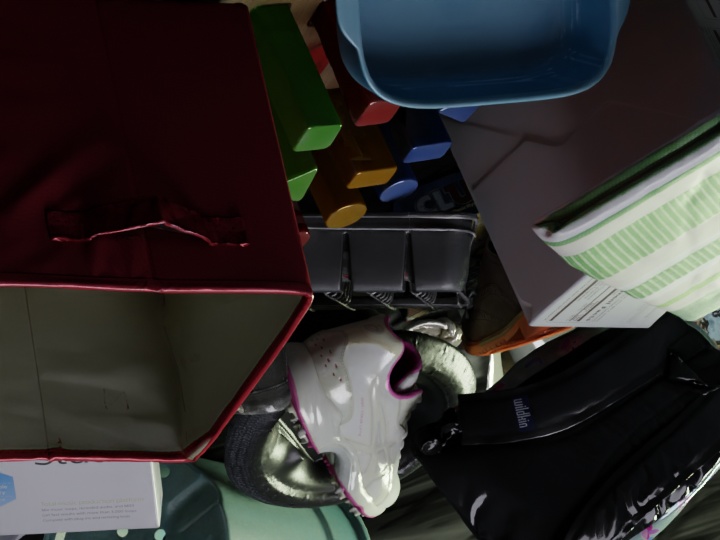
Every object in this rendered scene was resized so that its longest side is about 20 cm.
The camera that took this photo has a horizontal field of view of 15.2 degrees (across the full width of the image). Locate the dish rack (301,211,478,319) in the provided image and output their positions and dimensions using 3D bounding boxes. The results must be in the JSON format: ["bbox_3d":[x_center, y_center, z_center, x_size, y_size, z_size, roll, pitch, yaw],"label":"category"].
[{"bbox_3d":[0.000,0.000,1.677,0.153,0.055,0.200,1,175,6],"label":"dish rack"}]

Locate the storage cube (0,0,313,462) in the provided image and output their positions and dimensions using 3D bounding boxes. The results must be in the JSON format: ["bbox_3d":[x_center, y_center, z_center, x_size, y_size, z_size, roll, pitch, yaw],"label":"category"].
[{"bbox_3d":[-0.144,-0.022,1.365,0.170,0.180,0.200,2,147,-25],"label":"storage cube"}]

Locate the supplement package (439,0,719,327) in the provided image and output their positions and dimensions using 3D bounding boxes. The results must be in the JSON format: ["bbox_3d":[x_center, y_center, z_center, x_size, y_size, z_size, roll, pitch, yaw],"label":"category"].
[{"bbox_3d":[0.168,-0.084,1.595,0.111,0.156,0.200,3,145,-43],"label":"supplement package"}]

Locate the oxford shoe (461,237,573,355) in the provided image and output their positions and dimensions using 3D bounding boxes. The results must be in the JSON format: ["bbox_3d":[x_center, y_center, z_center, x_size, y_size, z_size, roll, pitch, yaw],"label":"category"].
[{"bbox_3d":[0.108,0.010,1.773,0.071,0.073,0.200,-18,175,-20],"label":"oxford shoe"}]

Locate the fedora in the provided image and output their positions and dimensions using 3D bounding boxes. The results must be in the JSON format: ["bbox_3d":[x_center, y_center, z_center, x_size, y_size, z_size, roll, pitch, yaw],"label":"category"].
[{"bbox_3d":[-0.018,0.076,1.838,0.200,0.092,0.201,-18,149,-11],"label":"fedora"}]

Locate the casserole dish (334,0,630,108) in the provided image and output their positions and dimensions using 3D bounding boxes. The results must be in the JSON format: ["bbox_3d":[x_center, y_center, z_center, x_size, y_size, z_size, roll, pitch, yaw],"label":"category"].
[{"bbox_3d":[0.057,-0.148,1.423,0.200,0.122,0.039,-7,-173,-37],"label":"casserole dish"}]

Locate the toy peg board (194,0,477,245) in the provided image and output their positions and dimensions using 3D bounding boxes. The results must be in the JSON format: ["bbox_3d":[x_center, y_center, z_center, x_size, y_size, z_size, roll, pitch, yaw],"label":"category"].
[{"bbox_3d":[-0.011,-0.082,1.503,0.199,0.098,0.200,-9,153,-31],"label":"toy peg board"}]

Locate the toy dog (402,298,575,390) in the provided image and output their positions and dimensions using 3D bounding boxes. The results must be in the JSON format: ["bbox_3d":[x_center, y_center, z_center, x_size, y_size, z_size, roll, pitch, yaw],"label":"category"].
[{"bbox_3d":[0.131,0.065,1.957,0.200,0.097,0.132,2,145,-46],"label":"toy dog"}]

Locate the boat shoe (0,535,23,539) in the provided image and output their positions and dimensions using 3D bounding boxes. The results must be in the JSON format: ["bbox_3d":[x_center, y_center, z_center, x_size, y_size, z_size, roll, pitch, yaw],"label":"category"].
[{"bbox_3d":[-0.195,0.123,1.825,0.200,0.071,0.070,-40,180,25],"label":"boat shoe"}]

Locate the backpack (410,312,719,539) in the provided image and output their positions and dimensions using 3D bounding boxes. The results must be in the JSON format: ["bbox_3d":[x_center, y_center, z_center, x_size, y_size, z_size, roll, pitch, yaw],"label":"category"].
[{"bbox_3d":[0.149,0.105,1.739,0.200,0.167,0.127,-38,-171,0],"label":"backpack"}]

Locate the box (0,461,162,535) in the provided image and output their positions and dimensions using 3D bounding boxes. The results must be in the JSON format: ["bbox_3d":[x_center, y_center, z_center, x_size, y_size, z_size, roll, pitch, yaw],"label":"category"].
[{"bbox_3d":[-0.196,0.074,1.590,0.144,0.036,0.200,-3,128,0],"label":"box"}]

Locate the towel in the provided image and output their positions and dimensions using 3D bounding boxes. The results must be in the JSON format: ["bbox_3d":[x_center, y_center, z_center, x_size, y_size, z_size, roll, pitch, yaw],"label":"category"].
[{"bbox_3d":[0.200,-0.032,1.513,0.152,0.023,0.200,-32,153,22],"label":"towel"}]

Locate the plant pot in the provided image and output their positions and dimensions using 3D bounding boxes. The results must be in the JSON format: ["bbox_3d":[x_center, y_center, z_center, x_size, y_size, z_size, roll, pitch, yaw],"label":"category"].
[{"bbox_3d":[-0.115,0.215,1.916,0.200,0.201,0.196,-30,155,13],"label":"plant pot"}]

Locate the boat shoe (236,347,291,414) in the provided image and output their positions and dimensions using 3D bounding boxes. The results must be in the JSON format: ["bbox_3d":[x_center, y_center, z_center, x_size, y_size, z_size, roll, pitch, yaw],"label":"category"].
[{"bbox_3d":[-0.109,0.067,1.678,0.071,0.064,0.200,-22,-172,-30],"label":"boat shoe"}]

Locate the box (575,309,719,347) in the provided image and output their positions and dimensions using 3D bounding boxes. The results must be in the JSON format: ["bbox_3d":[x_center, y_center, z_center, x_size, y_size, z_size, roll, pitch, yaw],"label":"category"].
[{"bbox_3d":[0.211,0.008,1.802,0.136,0.040,0.200,-3,147,4],"label":"box"}]

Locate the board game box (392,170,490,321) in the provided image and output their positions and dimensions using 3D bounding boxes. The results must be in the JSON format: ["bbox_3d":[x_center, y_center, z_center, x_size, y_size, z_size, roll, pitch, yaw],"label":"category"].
[{"bbox_3d":[0.117,-0.039,1.797,0.199,0.035,0.136,-20,157,-11],"label":"board game box"}]

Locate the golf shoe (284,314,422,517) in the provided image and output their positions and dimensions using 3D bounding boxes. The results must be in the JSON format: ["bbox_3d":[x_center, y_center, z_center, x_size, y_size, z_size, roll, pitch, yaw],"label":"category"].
[{"bbox_3d":[0.008,0.095,1.725,0.091,0.075,0.200,-28,150,-1],"label":"golf shoe"}]
